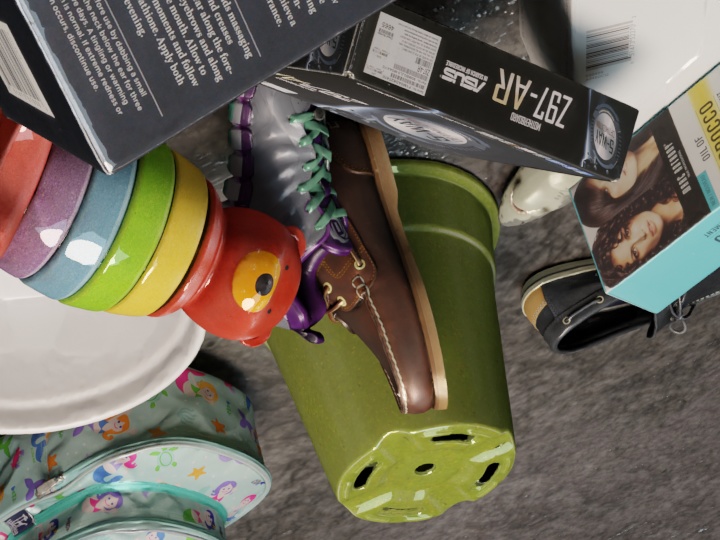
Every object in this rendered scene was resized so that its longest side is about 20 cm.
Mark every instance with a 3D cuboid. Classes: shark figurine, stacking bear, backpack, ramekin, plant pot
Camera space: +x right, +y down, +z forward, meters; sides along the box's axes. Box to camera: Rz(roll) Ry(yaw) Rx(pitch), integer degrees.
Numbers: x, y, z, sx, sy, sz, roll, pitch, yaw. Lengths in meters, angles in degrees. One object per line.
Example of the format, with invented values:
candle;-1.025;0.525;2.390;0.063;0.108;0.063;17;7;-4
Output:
shark figurine;0.204;-0.065;1.229;0.089;0.214;0.129;-31;134;-54
stacking bear;-0.121;-0.022;1.021;0.200;0.122;0.114;24;173;-27
backpack;-0.168;0.161;1.365;0.200;0.151;0.177;-39;138;23
ramekin;-0.204;0.006;1.162;0.199;0.105;0.200;-11;145;-8
plant pot;0.022;0.061;1.253;0.199;0.190;0.200;-10;145;-7

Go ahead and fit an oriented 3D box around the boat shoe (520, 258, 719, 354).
boat shoe;0.221;0.017;1.382;0.199;0.062;0.075;-14;144;-5

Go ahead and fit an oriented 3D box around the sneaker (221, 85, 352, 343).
sneaker;-0.033;-0.058;1.099;0.074;0.087;0.201;-30;137;-59

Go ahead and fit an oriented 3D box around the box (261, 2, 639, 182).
box;0.026;-0.103;1.001;0.200;0.044;0.160;17;179;-39

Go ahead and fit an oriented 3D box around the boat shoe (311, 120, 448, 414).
boat shoe;0.000;0.000;1.153;0.070;0.201;0.070;-13;157;-11

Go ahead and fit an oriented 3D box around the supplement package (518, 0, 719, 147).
supplement package;0.176;-0.177;1.049;0.155;0.111;0.200;-14;145;-3

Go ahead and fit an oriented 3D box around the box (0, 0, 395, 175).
box;-0.084;-0.151;0.870;0.200;0.148;0.107;-34;118;-18

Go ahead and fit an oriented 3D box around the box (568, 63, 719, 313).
box;0.213;-0.067;1.050;0.049;0.082;0.200;19;132;-39
